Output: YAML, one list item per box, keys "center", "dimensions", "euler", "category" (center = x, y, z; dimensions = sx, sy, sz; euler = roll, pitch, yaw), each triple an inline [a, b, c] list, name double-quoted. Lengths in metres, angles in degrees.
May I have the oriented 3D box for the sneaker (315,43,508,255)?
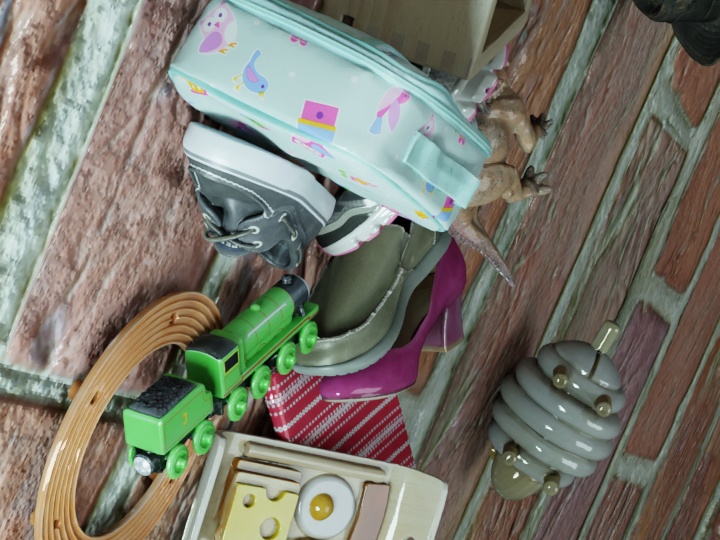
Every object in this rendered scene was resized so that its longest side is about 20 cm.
- center: [0.015, -0.099, 1.456]
  dimensions: [0.200, 0.087, 0.074]
  euler: [-52, -173, 30]
  category: "sneaker"

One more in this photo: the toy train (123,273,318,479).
- center: [-0.086, 0.063, 1.368]
  dimensions: [0.200, 0.042, 0.057]
  euler: [-44, 139, -49]
  category: "toy train"

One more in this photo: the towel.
- center: [-0.012, 0.134, 1.607]
  dimensions: [0.145, 0.022, 0.201]
  euler: [-41, 125, -48]
  category: "towel"

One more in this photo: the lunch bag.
- center: [-0.009, -0.093, 1.263]
  dimensions: [0.077, 0.160, 0.200]
  euler: [-65, 159, -2]
  category: "lunch bag"

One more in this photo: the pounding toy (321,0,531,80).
- center: [0.039, -0.234, 1.307]
  dimensions: [0.200, 0.141, 0.185]
  euler: [-47, 155, -65]
  category: "pounding toy"

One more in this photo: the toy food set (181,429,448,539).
- center: [-0.040, 0.200, 1.522]
  dimensions: [0.199, 0.060, 0.144]
  euler: [15, 93, -34]
  category: "toy food set"

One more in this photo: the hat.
- center: [0.270, -0.276, 1.857]
  dimensions: [0.200, 0.080, 0.202]
  euler: [177, -90, -74]
  category: "hat"

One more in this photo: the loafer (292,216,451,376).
- center: [0.000, 0.000, 1.538]
  dimensions: [0.200, 0.075, 0.070]
  euler: [-58, 137, -46]
  category: "loafer"

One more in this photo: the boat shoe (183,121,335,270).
- center: [-0.068, -0.039, 1.320]
  dimensions: [0.067, 0.070, 0.200]
  euler: [-67, 167, -3]
  category: "boat shoe"

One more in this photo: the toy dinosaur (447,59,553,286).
- center: [0.077, -0.090, 1.547]
  dimensions: [0.135, 0.085, 0.201]
  euler: [-6, 101, -65]
  category: "toy dinosaur"

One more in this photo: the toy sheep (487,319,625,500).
- center: [0.190, 0.135, 2.052]
  dimensions: [0.200, 0.138, 0.138]
  euler: [-53, 162, 12]
  category: "toy sheep"

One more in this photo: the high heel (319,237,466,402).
- center: [0.019, 0.030, 1.575]
  dimensions: [0.200, 0.067, 0.097]
  euler: [-34, 119, -61]
  category: "high heel"

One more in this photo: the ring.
- center: [-0.146, 0.103, 1.342]
  dimensions: [0.201, 0.019, 0.201]
  euler: [-53, 156, -35]
  category: "ring"
